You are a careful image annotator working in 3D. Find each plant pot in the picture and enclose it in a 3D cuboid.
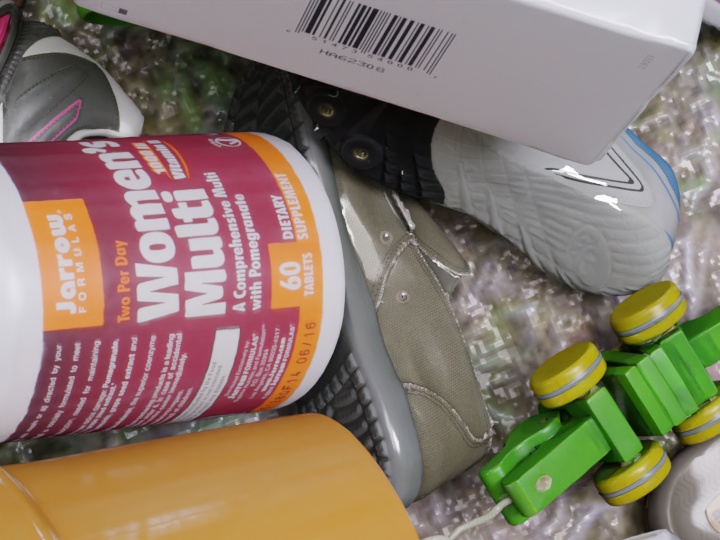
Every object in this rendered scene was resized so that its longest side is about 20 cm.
[{"bbox_3d":[-0.073,0.142,0.989,0.182,0.200,0.201,-21,77,-21],"label":"plant pot"}]

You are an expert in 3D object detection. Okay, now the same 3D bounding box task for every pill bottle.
[{"bbox_3d":[-0.114,0.007,1.010,0.199,0.109,0.110,-5,75,-35],"label":"pill bottle"}]

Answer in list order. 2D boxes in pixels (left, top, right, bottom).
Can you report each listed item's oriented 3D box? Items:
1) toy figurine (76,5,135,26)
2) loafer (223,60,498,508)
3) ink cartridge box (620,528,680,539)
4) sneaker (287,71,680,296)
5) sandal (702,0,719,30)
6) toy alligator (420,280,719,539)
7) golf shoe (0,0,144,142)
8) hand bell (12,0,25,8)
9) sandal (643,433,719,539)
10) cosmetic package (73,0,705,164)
[{"bbox_3d":[-0.029,-0.203,1.075,0.199,0.150,0.185,-8,87,23],"label":"toy figurine"},{"bbox_3d":[0.000,0.000,1.082,0.069,0.075,0.201,-5,73,-35],"label":"loafer"},{"bbox_3d":[0.098,0.209,1.026,0.108,0.050,0.201,-19,78,10],"label":"ink cartridge box"},{"bbox_3d":[0.045,-0.061,1.057,0.200,0.072,0.073,34,37,-28],"label":"sneaker"},{"bbox_3d":[0.120,-0.162,1.068,0.202,0.050,0.083,40,43,-30],"label":"sandal"},{"bbox_3d":[0.083,0.064,1.063,0.200,0.054,0.059,-37,102,-15],"label":"toy alligator"},{"bbox_3d":[-0.163,-0.007,1.073,0.088,0.077,0.201,31,83,-8],"label":"golf shoe"},{"bbox_3d":[-0.132,-0.195,1.120,0.103,0.104,0.201,13,88,2],"label":"hand bell"},{"bbox_3d":[0.196,0.051,1.071,0.199,0.055,0.082,-34,78,-7],"label":"sandal"},{"bbox_3d":[0.026,-0.172,0.939,0.198,0.123,0.201,16,71,-7],"label":"cosmetic package"}]
